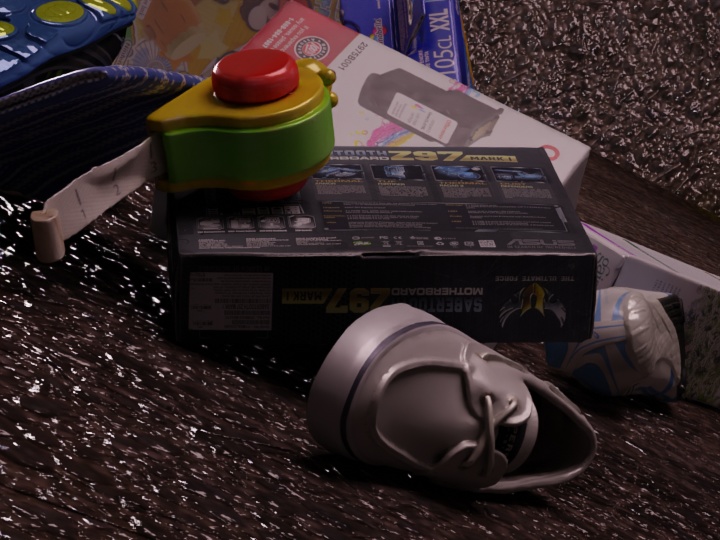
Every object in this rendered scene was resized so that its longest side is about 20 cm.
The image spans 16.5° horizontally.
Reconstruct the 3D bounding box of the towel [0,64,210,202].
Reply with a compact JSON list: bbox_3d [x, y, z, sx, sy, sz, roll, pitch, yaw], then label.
[{"bbox_3d":[-0.142,-0.065,1.221,0.145,0.024,0.200,-19,-6,19],"label":"towel"}]

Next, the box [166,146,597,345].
[{"bbox_3d":[0.005,-0.015,1.219,0.199,0.051,0.158,0,23,-7],"label":"box"}]

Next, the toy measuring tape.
[{"bbox_3d":[-0.067,-0.052,1.158,0.073,0.074,0.200,28,40,21],"label":"toy measuring tape"}]

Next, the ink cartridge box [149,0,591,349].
[{"bbox_3d":[0.007,-0.045,1.378,0.200,0.083,0.146,27,46,14],"label":"ink cartridge box"}]

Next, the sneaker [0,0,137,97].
[{"bbox_3d":[-0.181,-0.094,1.237,0.071,0.083,0.200,28,29,19],"label":"sneaker"}]

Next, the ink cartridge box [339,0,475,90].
[{"bbox_3d":[0.033,-0.105,1.547,0.076,0.137,0.200,-9,-39,7],"label":"ink cartridge box"}]

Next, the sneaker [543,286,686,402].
[{"bbox_3d":[0.164,0.047,1.562,0.072,0.072,0.200,-4,-9,18],"label":"sneaker"}]

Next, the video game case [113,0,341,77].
[{"bbox_3d":[-0.071,-0.154,1.608,0.182,0.200,0.023,26,-11,-25],"label":"video game case"}]

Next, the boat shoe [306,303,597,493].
[{"bbox_3d":[0.047,0.067,1.105,0.066,0.072,0.200,25,-1,29],"label":"boat shoe"}]

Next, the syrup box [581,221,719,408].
[{"bbox_3d":[0.216,0.037,1.706,0.200,0.079,0.081,19,11,-32],"label":"syrup box"}]
